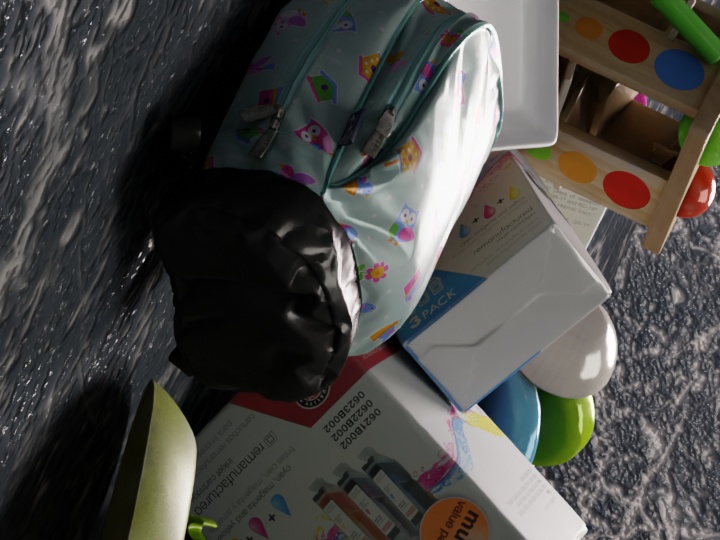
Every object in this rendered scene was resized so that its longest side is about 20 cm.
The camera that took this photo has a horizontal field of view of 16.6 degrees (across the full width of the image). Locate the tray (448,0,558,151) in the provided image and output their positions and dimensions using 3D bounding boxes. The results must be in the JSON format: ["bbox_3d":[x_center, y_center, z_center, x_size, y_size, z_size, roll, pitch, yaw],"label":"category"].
[{"bbox_3d":[0.072,-0.168,1.377,0.107,0.022,0.202,-7,100,-47],"label":"tray"}]

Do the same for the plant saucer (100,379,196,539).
[{"bbox_3d":[-0.114,0.156,1.230,0.200,0.031,0.202,-166,-90,-82],"label":"plant saucer"}]

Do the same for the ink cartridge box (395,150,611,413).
[{"bbox_3d":[0.063,-0.017,1.495,0.115,0.068,0.200,-39,-151,7],"label":"ink cartridge box"}]

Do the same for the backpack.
[{"bbox_3d":[-0.014,-0.050,1.185,0.167,0.126,0.201,94,20,-55],"label":"backpack"}]

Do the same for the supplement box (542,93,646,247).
[{"bbox_3d":[0.123,-0.069,1.780,0.102,0.103,0.201,-84,-167,-54],"label":"supplement box"}]

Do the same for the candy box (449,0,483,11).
[{"bbox_3d":[0.041,-0.103,1.395,0.200,0.026,0.103,-38,129,-39],"label":"candy box"}]

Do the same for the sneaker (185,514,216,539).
[{"bbox_3d":[-0.130,0.212,1.363,0.071,0.083,0.200,16,126,-44],"label":"sneaker"}]

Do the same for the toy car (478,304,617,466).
[{"bbox_3d":[0.061,0.069,1.652,0.150,0.200,0.175,-45,175,-46],"label":"toy car"}]

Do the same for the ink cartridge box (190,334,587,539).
[{"bbox_3d":[0.010,0.139,1.442,0.145,0.200,0.145,-45,174,12],"label":"ink cartridge box"}]

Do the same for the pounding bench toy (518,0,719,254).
[{"bbox_3d":[0.181,-0.136,1.565,0.125,0.155,0.201,-58,170,-36],"label":"pounding bench toy"}]
